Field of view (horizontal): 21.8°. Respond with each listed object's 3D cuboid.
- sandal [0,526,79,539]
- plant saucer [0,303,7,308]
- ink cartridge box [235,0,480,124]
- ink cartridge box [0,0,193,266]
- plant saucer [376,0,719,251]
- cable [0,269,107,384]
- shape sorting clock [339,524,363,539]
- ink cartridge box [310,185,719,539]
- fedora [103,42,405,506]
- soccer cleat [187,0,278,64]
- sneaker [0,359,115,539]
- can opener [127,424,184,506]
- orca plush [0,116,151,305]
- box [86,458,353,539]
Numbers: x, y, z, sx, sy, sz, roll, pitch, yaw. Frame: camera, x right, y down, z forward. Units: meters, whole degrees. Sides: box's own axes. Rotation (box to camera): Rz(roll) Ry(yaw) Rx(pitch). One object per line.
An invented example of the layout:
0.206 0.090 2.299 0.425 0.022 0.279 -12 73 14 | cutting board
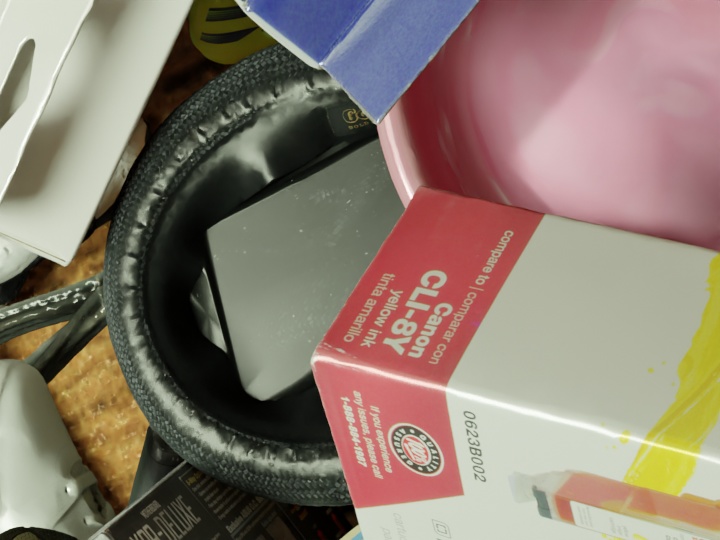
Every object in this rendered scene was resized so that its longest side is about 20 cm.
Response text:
-0.087 0.188 0.743 0.057 0.080 0.201 -37 93 16 | sandal
-0.229 -0.060 1.031 0.200 0.050 0.201 14 110 44 | plant saucer
0.014 -0.176 0.659 0.198 0.047 0.200 -51 36 8 | ink cartridge box
-0.149 -0.101 0.780 0.129 0.125 0.200 -64 13 12 | ink cartridge box
0.104 -0.071 0.647 0.200 0.051 0.202 0 91 22 | plant saucer
-0.104 0.003 0.852 0.199 0.050 0.098 -13 66 5 | cable
0.063 0.161 0.660 0.200 0.200 0.039 47 154 27 | shape sorting clock
0.100 0.069 0.592 0.199 0.084 0.146 13 139 26 | ink cartridge box
0.000 0.000 0.759 0.200 0.092 0.202 -1 88 19 | fedora
-0.007 -0.128 0.781 0.084 0.065 0.200 53 137 0 | soccer cleat
-0.113 0.132 0.810 0.088 0.075 0.201 -13 87 13 | sneaker
-0.083 0.087 0.929 0.067 0.052 0.201 -110 31 -60 | can opener
-0.177 -0.001 0.907 0.105 0.200 0.071 19 139 28 | orca plush
-0.039 0.151 0.758 0.050 0.200 0.158 -37 90 17 | box
